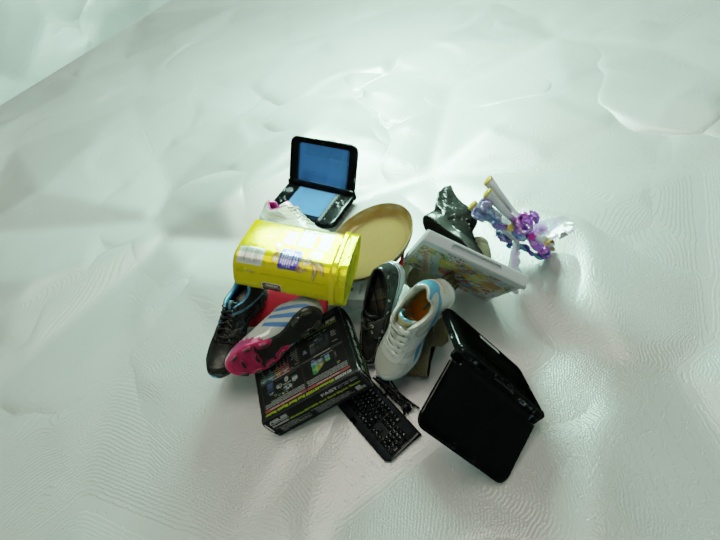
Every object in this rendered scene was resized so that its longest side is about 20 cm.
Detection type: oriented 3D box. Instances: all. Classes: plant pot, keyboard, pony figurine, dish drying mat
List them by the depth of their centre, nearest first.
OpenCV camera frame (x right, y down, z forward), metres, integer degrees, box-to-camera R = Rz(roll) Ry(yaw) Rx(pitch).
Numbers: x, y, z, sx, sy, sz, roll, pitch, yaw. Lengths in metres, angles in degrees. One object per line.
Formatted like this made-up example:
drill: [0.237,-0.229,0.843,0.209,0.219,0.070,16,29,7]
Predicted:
keyboard: [0.022,0.223,0.942,0.104,0.040,0.200,-36,50,-16]
pony figurine: [0.299,-0.076,1.023,0.200,0.167,0.193,40,25,-4]
dish drying mat: [-0.158,0.071,1.049,0.198,0.018,0.078,-4,62,10]
plant pot: [0.019,-0.053,1.079,0.198,0.028,0.201,-21,42,20]

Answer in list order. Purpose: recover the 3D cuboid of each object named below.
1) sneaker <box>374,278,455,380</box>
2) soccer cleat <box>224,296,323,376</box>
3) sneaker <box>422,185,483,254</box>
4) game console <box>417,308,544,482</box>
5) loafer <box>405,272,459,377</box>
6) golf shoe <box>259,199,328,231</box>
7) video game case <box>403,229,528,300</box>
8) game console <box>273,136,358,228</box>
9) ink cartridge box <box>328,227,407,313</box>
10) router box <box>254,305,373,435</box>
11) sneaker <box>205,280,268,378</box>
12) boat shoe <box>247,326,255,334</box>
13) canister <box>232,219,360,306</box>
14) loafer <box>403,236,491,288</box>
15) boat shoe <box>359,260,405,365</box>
sneaker: [0.074,0.097,0.903,0.076,0.080,0.201,40,110,31]
soccer cleat: [-0.154,0.112,0.975,0.199,0.070,0.086,-33,32,1]
sneaker: [0.200,-0.083,1.064,0.104,0.060,0.200,-27,56,-26]
game console: [0.175,0.189,0.843,0.116,0.200,0.176,-43,24,17]
loafer: [0.130,0.101,0.965,0.067,0.076,0.202,27,98,15]
golf shoe: [-0.154,-0.111,1.252,0.198,0.075,0.093,13,94,24]
video game case: [0.175,-0.003,0.958,0.181,0.200,0.023,25,79,-1]
game console: [-0.118,-0.215,1.316,0.198,0.117,0.176,16,54,28]
ink cartridge box: [0.000,0.000,1.081,0.199,0.047,0.161,-29,35,38]
router box: [-0.090,0.176,0.968,0.199,0.062,0.151,-30,45,9]
sneaker: [-0.238,0.094,0.997,0.072,0.082,0.202,10,66,17]
boat shoe: [-0.180,0.117,1.073,0.086,0.075,0.202,23,61,32]
canister: [-0.110,-0.019,0.971,0.198,0.087,0.149,10,38,6]
loafer: [0.172,-0.011,1.085,0.198,0.076,0.069,-20,40,-3]
boat shoe: [0.026,0.079,0.972,0.068,0.202,0.056,23,19,34]
